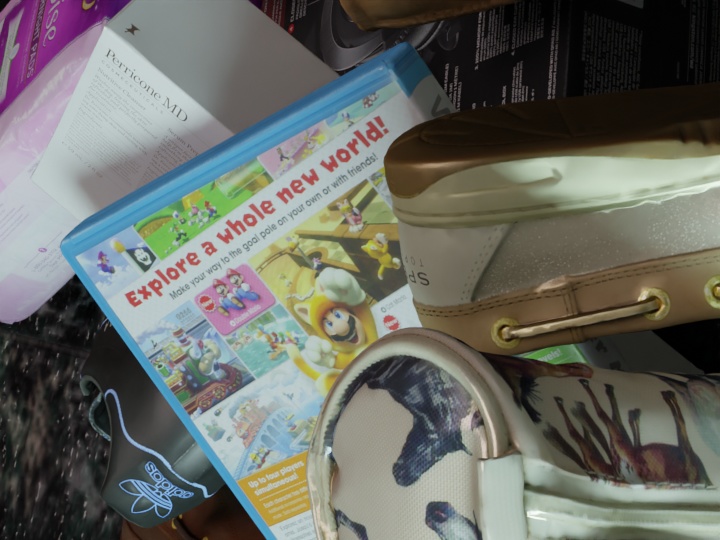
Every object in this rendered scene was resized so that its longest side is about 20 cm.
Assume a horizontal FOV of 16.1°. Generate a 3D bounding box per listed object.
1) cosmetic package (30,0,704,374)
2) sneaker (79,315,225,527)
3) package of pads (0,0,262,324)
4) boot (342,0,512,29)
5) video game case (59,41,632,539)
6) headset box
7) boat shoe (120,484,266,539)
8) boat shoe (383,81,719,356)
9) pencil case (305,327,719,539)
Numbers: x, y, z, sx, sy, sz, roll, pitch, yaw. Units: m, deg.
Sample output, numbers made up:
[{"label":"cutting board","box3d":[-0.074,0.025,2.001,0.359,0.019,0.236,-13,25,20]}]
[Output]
[{"label":"cosmetic package","box3d":[0.000,0.000,0.771,0.051,0.200,0.083,-48,-4,-38]},{"label":"sneaker","box3d":[-0.067,0.018,0.934,0.078,0.070,0.200,-43,21,14]},{"label":"package of pads","box3d":[-0.119,-0.073,1.080,0.200,0.075,0.121,-39,37,43]},{"label":"boot","box3d":[0.086,-0.168,0.724,0.199,0.066,0.176,-8,67,22]},{"label":"video game case","box3d":[0.017,0.046,0.739,0.143,0.200,0.018,-25,15,40]},{"label":"headset box","box3d":[0.036,-0.069,0.851,0.200,0.077,0.150,-20,61,54]},{"label":"boat shoe","box3d":[-0.032,0.100,0.892,0.200,0.072,0.068,9,87,60]},{"label":"boat shoe","box3d":[0.108,-0.012,0.653,0.074,0.199,0.067,-71,-24,-71]},{"label":"pencil case","box3d":[0.079,0.059,0.617,0.089,0.199,0.078,-17,72,48]}]
